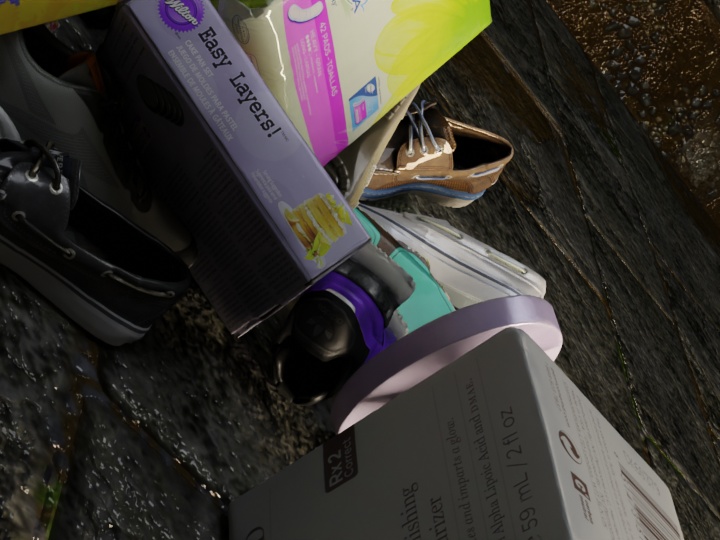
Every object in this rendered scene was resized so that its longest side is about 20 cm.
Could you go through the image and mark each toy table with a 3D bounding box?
[{"bbox_3d":[0.067,0.112,0.965,0.183,0.200,0.118,-7,63,-21],"label":"toy table"}]

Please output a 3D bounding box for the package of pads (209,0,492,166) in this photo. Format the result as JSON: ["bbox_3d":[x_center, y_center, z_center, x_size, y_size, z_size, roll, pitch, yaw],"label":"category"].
[{"bbox_3d":[-0.007,-0.166,0.925,0.068,0.200,0.155,30,-30,30],"label":"package of pads"}]

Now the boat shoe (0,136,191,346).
[{"bbox_3d":[-0.166,-0.034,0.804,0.200,0.066,0.070,44,22,-32],"label":"boat shoe"}]

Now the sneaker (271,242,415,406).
[{"bbox_3d":[-0.021,0.048,1.022,0.069,0.100,0.200,35,-15,10],"label":"sneaker"}]

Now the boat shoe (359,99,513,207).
[{"bbox_3d":[0.038,-0.100,1.198,0.199,0.072,0.073,2,61,-45],"label":"boat shoe"}]

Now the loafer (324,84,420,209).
[{"bbox_3d":[-0.026,-0.069,1.069,0.076,0.200,0.068,37,-15,12],"label":"loafer"}]

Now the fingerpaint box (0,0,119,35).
[{"bbox_3d":[-0.182,-0.216,0.852,0.167,0.074,0.200,38,41,24],"label":"fingerpaint box"}]

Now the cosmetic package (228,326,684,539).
[{"bbox_3d":[0.057,0.174,0.800,0.165,0.199,0.165,45,21,-31],"label":"cosmetic package"}]

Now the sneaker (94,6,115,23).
[{"bbox_3d":[-0.177,-0.236,1.122,0.105,0.060,0.200,57,19,-1],"label":"sneaker"}]

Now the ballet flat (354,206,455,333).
[{"bbox_3d":[0.000,0.000,1.138,0.200,0.064,0.076,49,64,-6],"label":"ballet flat"}]

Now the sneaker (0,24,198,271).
[{"bbox_3d":[-0.157,-0.072,0.872,0.200,0.079,0.074,48,19,-26],"label":"sneaker"}]

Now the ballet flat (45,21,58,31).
[{"bbox_3d":[-0.233,-0.245,0.971,0.201,0.064,0.076,60,24,10],"label":"ballet flat"}]

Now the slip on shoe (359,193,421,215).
[{"bbox_3d":[0.005,-0.042,1.249,0.201,0.074,0.061,62,-13,3],"label":"slip on shoe"}]

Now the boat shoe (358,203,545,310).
[{"bbox_3d":[0.050,-0.007,1.196,0.199,0.074,0.067,31,50,-1],"label":"boat shoe"}]

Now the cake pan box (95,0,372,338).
[{"bbox_3d":[-0.089,-0.059,0.913,0.185,0.052,0.200,57,-21,1],"label":"cake pan box"}]
